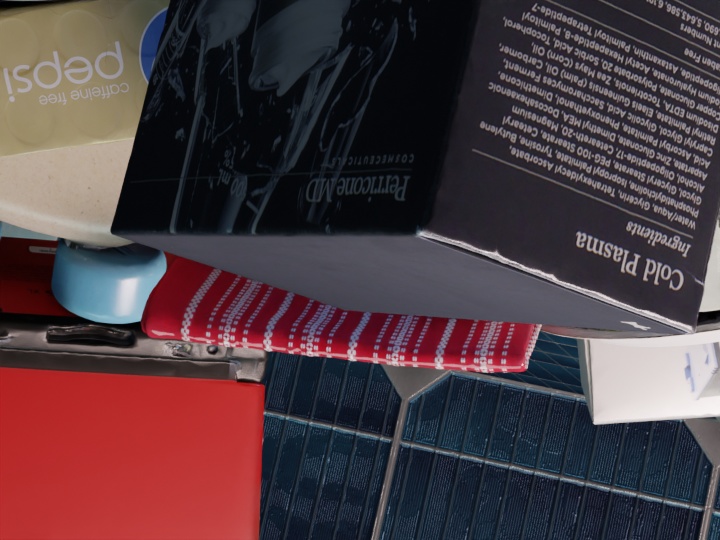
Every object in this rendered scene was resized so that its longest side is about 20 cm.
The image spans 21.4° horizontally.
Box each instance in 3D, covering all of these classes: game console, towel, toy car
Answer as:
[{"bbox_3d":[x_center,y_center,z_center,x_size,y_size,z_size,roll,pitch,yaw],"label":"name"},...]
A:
[{"bbox_3d":[-0.159,0.070,1.048,0.198,0.120,0.173,5,-156,-20],"label":"game console"},{"bbox_3d":[0.000,0.000,0.976,0.198,0.023,0.145,5,-148,15],"label":"towel"},{"bbox_3d":[-0.160,-0.103,1.054,0.175,0.186,0.200,12,-158,-3],"label":"toy car"}]

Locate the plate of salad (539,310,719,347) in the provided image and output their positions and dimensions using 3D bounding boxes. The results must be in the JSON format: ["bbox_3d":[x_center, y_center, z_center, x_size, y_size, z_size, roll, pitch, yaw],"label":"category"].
[{"bbox_3d":[0.181,-0.004,0.992,0.198,0.049,0.200,-11,-168,2],"label":"plate of salad"}]

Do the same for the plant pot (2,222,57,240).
[{"bbox_3d":[-0.319,-0.080,1.243,0.195,0.198,0.200,13,163,43],"label":"plant pot"}]

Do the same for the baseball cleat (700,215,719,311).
[{"bbox_3d":[0.118,-0.030,0.926,0.198,0.070,0.107,3,-147,11],"label":"baseball cleat"}]

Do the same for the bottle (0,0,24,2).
[{"bbox_3d":[-0.139,-0.154,0.833,0.199,0.066,0.083,6,172,45],"label":"bottle"}]

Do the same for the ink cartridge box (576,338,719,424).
[{"bbox_3d":[0.246,0.044,1.279,0.198,0.087,0.146,-5,-173,5],"label":"ink cartridge box"}]

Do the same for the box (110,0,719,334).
[{"bbox_3d":[0.025,-0.084,0.604,0.103,0.184,0.199,17,171,-30],"label":"box"}]

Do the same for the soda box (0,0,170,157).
[{"bbox_3d":[-0.102,-0.100,0.891,0.198,0.068,0.064,-7,-165,14],"label":"soda box"}]
